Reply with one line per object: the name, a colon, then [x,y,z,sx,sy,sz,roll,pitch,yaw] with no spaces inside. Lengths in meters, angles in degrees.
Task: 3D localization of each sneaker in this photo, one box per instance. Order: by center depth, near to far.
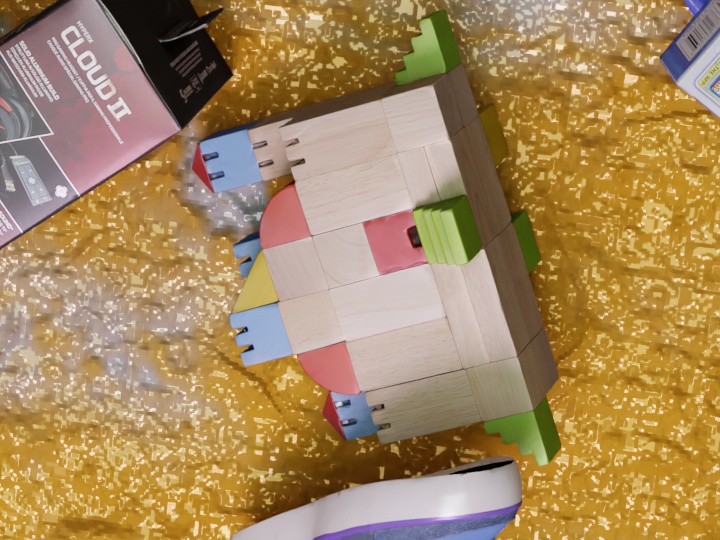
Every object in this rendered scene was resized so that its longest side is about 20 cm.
sneaker: [0.019,0.169,1.227,0.200,0.080,0.147,-24,78,52]

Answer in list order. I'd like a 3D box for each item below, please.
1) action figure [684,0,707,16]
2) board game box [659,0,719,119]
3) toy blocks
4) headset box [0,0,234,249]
action figure: [0.126,-0.158,1.190,0.065,0.099,0.200,-44,91,14]
board game box: [0.266,-0.103,1.184,0.199,0.043,0.200,37,104,-19]
toy blocks: [0.000,0.000,1.247,0.136,0.100,0.201,-14,100,21]
headset box: [-0.148,-0.063,1.212,0.199,0.149,0.075,-32,98,11]
